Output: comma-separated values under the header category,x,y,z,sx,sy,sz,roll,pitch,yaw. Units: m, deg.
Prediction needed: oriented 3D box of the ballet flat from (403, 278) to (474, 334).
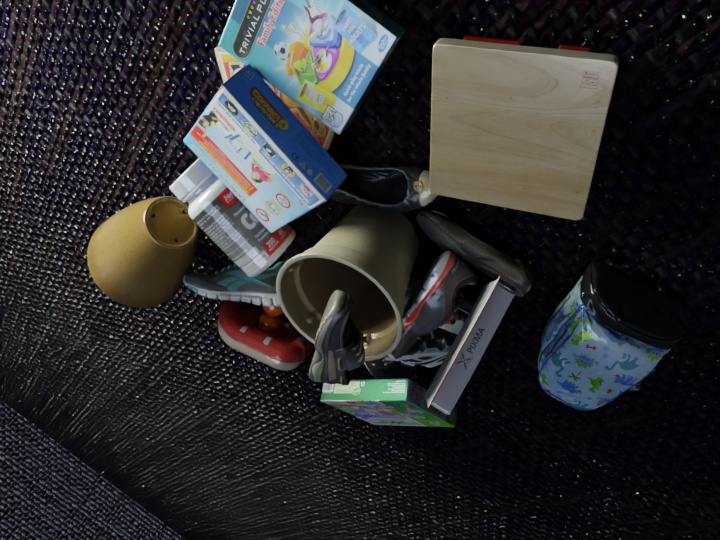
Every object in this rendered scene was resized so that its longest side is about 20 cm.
category,x,y,z,sx,sy,sz,roll,pitch,yaw
ballet flat,0.118,0.063,0.975,0.197,0.070,0.070,19,136,14

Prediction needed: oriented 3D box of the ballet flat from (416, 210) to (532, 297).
category,x,y,z,sx,sy,sz,roll,pitch,yaw
ballet flat,0.172,-0.034,0.880,0.199,0.047,0.067,35,171,5

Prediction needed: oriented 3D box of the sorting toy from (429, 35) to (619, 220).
category,x,y,z,sx,sy,sz,roll,pitch,yaw
sorting toy,0.189,-0.178,0.716,0.197,0.070,0.201,13,134,19

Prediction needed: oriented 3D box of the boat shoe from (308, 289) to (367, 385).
category,x,y,z,sx,sy,sz,roll,pitch,yaw
boat shoe,-0.024,0.098,0.828,0.072,0.075,0.201,17,145,1

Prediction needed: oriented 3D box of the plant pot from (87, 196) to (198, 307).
category,x,y,z,sx,sy,sz,roll,pitch,yaw
plant pot,-0.367,-0.049,1.050,0.186,0.187,0.199,45,143,-14

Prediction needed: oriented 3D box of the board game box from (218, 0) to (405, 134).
category,x,y,z,sx,sy,sz,roll,pitch,yaw
board game box,-0.066,-0.297,0.754,0.199,0.047,0.151,35,126,-3

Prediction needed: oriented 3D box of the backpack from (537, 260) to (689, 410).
category,x,y,z,sx,sy,sz,roll,pitch,yaw
backpack,0.339,0.107,0.852,0.161,0.155,0.200,26,150,-4

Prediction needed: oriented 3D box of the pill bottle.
category,x,y,z,sx,sy,sz,roll,pitch,yaw
pill bottle,-0.213,-0.097,0.990,0.200,0.114,0.113,47,135,-16

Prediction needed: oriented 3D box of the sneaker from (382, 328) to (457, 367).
category,x,y,z,sx,sy,sz,roll,pitch,yaw
sneaker,0.091,0.138,1.026,0.197,0.075,0.089,-2,140,3

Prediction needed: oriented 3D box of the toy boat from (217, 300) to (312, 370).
category,x,y,z,sx,sy,sz,roll,pitch,yaw
toy boat,-0.181,0.099,1.165,0.198,0.130,0.132,23,106,9

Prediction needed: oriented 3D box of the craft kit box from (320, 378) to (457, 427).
category,x,y,z,sx,sy,sz,roll,pitch,yaw
craft kit box,0.057,0.261,1.152,0.198,0.049,0.197,-9,152,35

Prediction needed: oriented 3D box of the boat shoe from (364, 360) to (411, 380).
category,x,y,z,sx,sy,sz,roll,pitch,yaw
boat shoe,0.038,0.147,1.086,0.203,0.073,0.063,59,168,-23

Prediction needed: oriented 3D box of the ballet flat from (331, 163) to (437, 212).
category,x,y,z,sx,sy,sz,roll,pitch,yaw
ballet flat,0.021,-0.121,0.863,0.197,0.057,0.068,6,91,27

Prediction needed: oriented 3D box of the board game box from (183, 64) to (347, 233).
category,x,y,z,sx,sy,sz,roll,pitch,yaw
board game box,-0.145,-0.165,0.862,0.200,0.056,0.195,47,151,-16

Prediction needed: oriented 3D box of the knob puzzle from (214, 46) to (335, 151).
category,x,y,z,sx,sy,sz,roll,pitch,yaw
knob puzzle,-0.121,-0.230,0.877,0.217,0.031,0.222,16,134,16

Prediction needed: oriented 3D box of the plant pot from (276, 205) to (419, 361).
category,x,y,z,sx,sy,sz,roll,pitch,yaw
plant pot,0.000,0.000,0.903,0.198,0.184,0.202,15,135,16

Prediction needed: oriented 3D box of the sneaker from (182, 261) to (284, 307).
category,x,y,z,sx,sy,sz,roll,pitch,yaw
sneaker,-0.223,0.011,1.087,0.197,0.093,0.078,7,-179,-13

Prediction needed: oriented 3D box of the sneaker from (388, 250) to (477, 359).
category,x,y,z,sx,sy,sz,roll,pitch,yaw
sneaker,0.110,0.070,0.907,0.081,0.077,0.201,30,116,0

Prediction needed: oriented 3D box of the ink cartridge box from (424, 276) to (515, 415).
category,x,y,z,sx,sy,sz,roll,pitch,yaw
ink cartridge box,0.158,0.110,0.846,0.043,0.202,0.174,29,178,6
